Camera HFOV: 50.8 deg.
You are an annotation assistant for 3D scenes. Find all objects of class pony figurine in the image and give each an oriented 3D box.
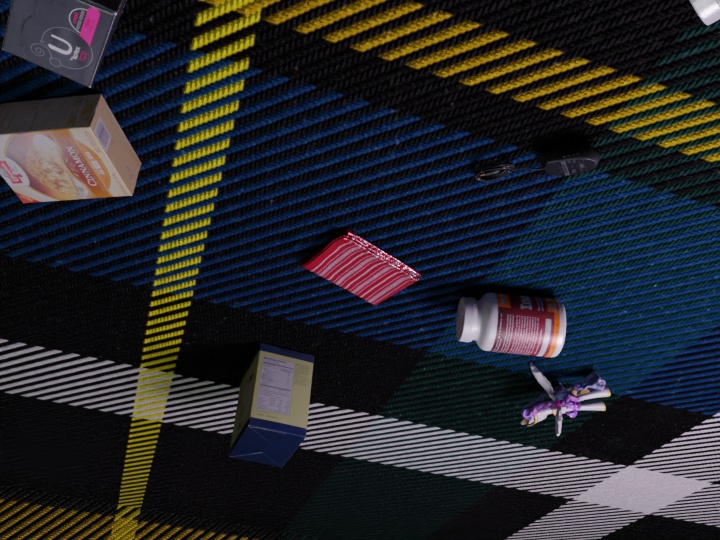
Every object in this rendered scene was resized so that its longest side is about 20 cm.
[{"bbox_3d":[0.459,0.296,1.720,0.196,0.169,0.194,-16,150,2],"label":"pony figurine"}]

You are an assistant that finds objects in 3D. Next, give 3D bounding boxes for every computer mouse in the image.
[{"bbox_3d":[0.272,-0.169,1.183,0.196,0.035,0.059,-5,161,21],"label":"computer mouse"}]

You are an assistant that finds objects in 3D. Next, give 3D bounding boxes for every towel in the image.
[{"bbox_3d":[0.000,0.000,1.447,0.198,0.023,0.144,29,138,-30],"label":"towel"}]

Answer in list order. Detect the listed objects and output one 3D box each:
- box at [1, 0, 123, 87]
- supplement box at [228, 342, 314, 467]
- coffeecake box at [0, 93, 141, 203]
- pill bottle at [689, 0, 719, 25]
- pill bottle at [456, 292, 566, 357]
[{"bbox_3d":[-0.316,-0.334,0.862,0.104,0.203,0.122,21,142,-22],"label":"box"},{"bbox_3d":[-0.205,0.311,1.744,0.132,0.203,0.201,15,143,-15],"label":"supplement box"},{"bbox_3d":[-0.471,-0.187,1.192,0.195,0.074,0.155,-3,145,11],"label":"coffeecake box"},{"bbox_3d":[0.455,-0.359,0.824,0.198,0.114,0.111,-29,133,36],"label":"pill bottle"},{"bbox_3d":[0.291,0.104,1.481,0.195,0.115,0.114,5,145,-3],"label":"pill bottle"}]
